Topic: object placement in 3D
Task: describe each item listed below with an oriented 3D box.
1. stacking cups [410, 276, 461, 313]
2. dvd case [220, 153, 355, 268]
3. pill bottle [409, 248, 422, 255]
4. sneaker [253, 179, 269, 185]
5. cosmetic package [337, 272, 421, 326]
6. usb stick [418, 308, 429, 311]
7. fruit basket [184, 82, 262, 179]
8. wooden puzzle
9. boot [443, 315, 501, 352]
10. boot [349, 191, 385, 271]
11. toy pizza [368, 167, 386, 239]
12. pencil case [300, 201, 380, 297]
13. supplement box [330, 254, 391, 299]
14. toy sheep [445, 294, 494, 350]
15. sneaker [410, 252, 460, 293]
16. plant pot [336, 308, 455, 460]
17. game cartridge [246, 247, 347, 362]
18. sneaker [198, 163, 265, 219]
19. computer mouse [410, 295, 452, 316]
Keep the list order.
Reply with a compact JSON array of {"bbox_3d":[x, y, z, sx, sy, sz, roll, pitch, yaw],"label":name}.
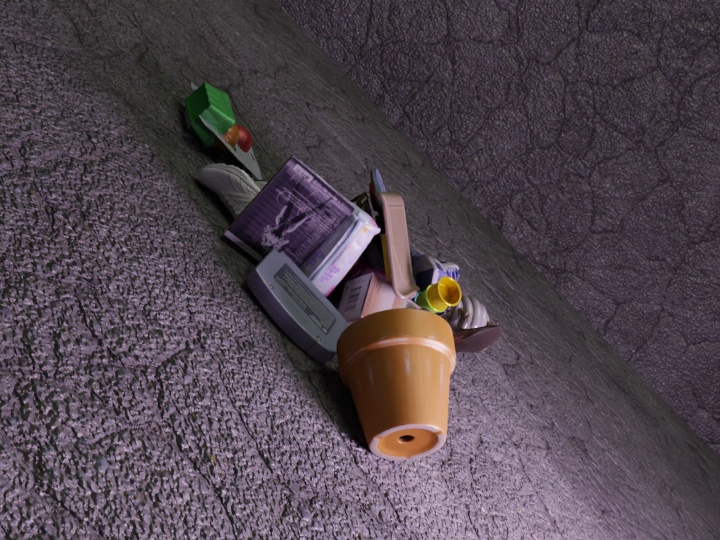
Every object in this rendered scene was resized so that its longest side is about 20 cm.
[{"bbox_3d":[0.120,0.072,1.723,0.060,0.199,0.062,13,63,-28],"label":"stacking cups"},{"bbox_3d":[-0.127,-0.085,1.510,0.148,0.200,0.016,37,19,-22],"label":"dvd case"},{"bbox_3d":[0.126,0.013,2.034,0.199,0.106,0.107,25,27,-47],"label":"pill bottle"},{"bbox_3d":[-0.140,-0.121,1.710,0.197,0.090,0.075,7,-4,-30],"label":"sneaker"},{"bbox_3d":[0.055,0.104,1.645,0.199,0.087,0.105,35,56,-30],"label":"cosmetic package"},{"bbox_3d":[0.084,0.152,1.577,0.056,0.032,0.201,49,54,-18],"label":"usb stick"},{"bbox_3d":[-0.285,-0.286,1.815,0.201,0.093,0.187,52,10,-41],"label":"fruit basket"},{"bbox_3d":[0.067,-0.050,1.650,0.185,0.037,0.204,-18,96,-77],"label":"wooden puzzle"},{"bbox_3d":[0.194,0.100,1.922,0.065,0.183,0.201,85,-16,-45],"label":"boot"},{"bbox_3d":[0.009,-0.074,1.710,0.140,0.077,0.200,58,14,-7],"label":"boot"},{"bbox_3d":[0.046,-0.115,1.800,0.200,0.031,0.204,-16,91,-83],"label":"toy pizza"},{"bbox_3d":[-0.051,-0.028,1.574,0.083,0.201,0.091,41,10,13],"label":"pencil case"},{"bbox_3d":[0.000,0.000,1.777,0.199,0.103,0.132,28,23,-41],"label":"supplement box"},{"bbox_3d":[0.244,0.123,2.026,0.198,0.138,0.139,31,22,-29],"label":"toy sheep"},{"bbox_3d":[0.167,0.009,1.826,0.113,0.082,0.199,10,8,-15],"label":"sneaker"},{"bbox_3d":[0.065,0.194,1.390,0.199,0.199,0.186,30,39,-39],"label":"plant pot"},{"bbox_3d":[-0.107,0.061,1.476,0.200,0.041,0.133,48,30,-6],"label":"game cartridge"},{"bbox_3d":[-0.220,-0.125,1.592,0.197,0.101,0.078,24,-17,5],"label":"sneaker"},{"bbox_3d":[0.102,0.058,1.906,0.199,0.110,0.044,38,-13,24],"label":"computer mouse"}]
